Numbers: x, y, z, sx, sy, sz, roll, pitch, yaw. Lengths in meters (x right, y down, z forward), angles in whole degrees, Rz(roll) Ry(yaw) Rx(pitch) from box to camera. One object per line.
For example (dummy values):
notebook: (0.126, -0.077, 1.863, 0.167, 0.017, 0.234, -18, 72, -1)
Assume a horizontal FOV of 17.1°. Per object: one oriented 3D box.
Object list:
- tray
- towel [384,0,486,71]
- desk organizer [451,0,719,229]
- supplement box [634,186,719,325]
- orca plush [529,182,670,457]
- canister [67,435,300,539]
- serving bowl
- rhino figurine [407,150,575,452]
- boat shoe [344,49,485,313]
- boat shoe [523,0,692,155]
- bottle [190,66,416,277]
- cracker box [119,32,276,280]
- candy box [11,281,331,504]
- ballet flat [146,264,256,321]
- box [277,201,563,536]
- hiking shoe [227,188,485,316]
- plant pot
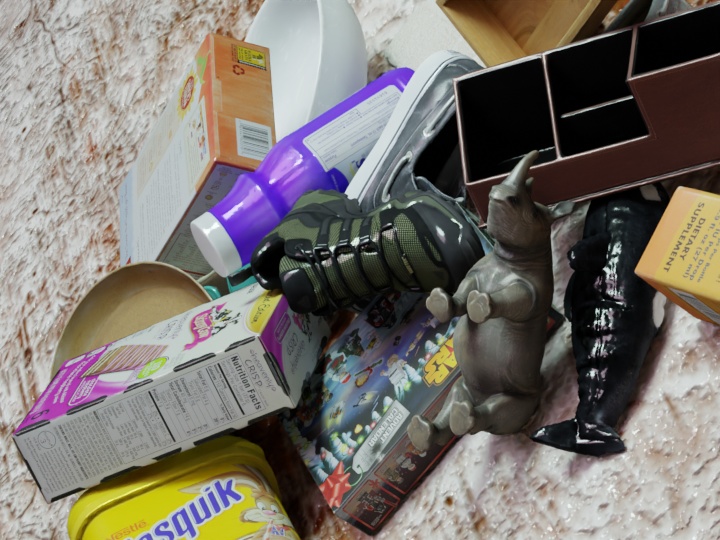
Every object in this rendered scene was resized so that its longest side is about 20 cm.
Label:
tray: (0.115, -0.189, 1.595, 0.037, 0.099, 0.200, -35, -7, -21)
towel: (0.093, -0.176, 1.783, 0.133, 0.034, 0.200, -51, 32, 5)
desk organizer: (0.156, -0.100, 1.523, 0.199, 0.077, 0.072, -15, 33, 22)
supplement box: (0.250, 0.006, 1.380, 0.200, 0.069, 0.067, 19, 79, 55)
orca plush: (0.142, 0.014, 1.507, 0.105, 0.071, 0.201, 1, 61, 53)
canister: (-0.100, 0.212, 1.597, 0.148, 0.087, 0.200, -21, 35, -10)
serving bowl: (-0.043, -0.127, 1.861, 0.200, 0.066, 0.201, -168, 90, -67)
rhino figurine: (0.088, 0.019, 1.509, 0.060, 0.087, 0.201, 25, 113, 38)
boat shoe: (0.042, -0.055, 1.691, 0.068, 0.072, 0.201, 37, 101, 51)
boat shoe: (0.150, -0.111, 1.619, 0.202, 0.065, 0.075, -41, 34, 20)
bottle: (-0.028, -0.067, 1.731, 0.200, 0.084, 0.065, -33, 54, -16)
cracker box: (-0.129, -0.068, 1.873, 0.200, 0.057, 0.134, -54, 32, 43)
candy box: (-0.130, 0.078, 1.674, 0.199, 0.061, 0.136, -22, 15, 17)
ballet flat: (-0.083, 0.017, 1.810, 0.200, 0.062, 0.068, -16, 90, 42)
box: (0.036, 0.065, 1.631, 0.200, 0.040, 0.137, -49, 33, 8)
hiking shoe: (0.000, 0.000, 1.599, 0.101, 0.076, 0.200, -42, 26, -29)
plant pot: (-0.159, 0.094, 1.808, 0.199, 0.027, 0.201, -7, 79, 40)
